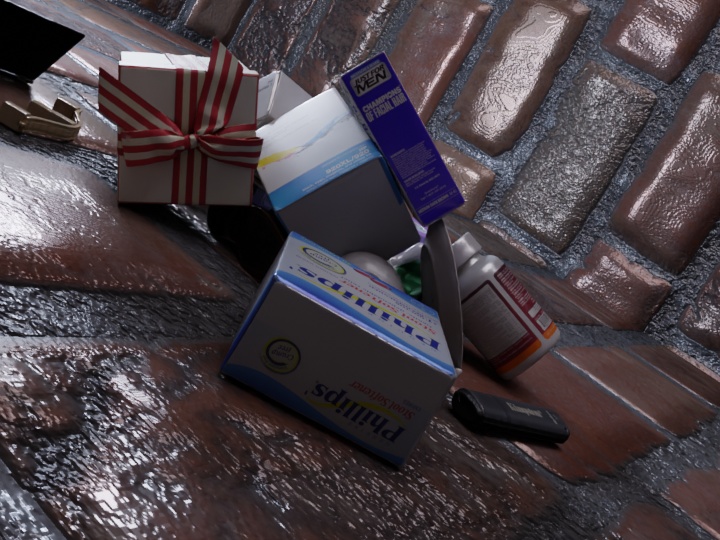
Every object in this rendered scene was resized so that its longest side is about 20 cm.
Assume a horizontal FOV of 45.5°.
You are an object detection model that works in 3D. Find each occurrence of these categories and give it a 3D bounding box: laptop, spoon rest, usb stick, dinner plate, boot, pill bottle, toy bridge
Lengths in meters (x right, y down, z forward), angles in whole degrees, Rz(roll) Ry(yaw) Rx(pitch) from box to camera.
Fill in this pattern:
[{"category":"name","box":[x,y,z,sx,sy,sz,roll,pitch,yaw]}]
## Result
[{"category":"laptop","box":[-0.545,-0.359,1.243,0.200,0.116,0.187,39,14,33]},{"category":"spoon rest","box":[0.036,0.064,1.025,0.200,0.099,0.061,47,-7,8]},{"category":"usb stick","box":[0.183,0.175,1.024,0.200,0.033,0.055,20,15,-43]},{"category":"dinner plate","box":[0.096,0.032,1.060,0.024,0.201,0.200,-8,18,-4]},{"category":"boot","box":[-0.109,-0.038,1.088,0.097,0.075,0.200,16,17,-42]},{"category":"pill bottle","box":[0.185,0.049,1.236,0.200,0.109,0.110,50,14,3]},{"category":"toy bridge","box":[-0.407,-0.198,1.131,0.067,0.027,0.200,31,12,-6]}]

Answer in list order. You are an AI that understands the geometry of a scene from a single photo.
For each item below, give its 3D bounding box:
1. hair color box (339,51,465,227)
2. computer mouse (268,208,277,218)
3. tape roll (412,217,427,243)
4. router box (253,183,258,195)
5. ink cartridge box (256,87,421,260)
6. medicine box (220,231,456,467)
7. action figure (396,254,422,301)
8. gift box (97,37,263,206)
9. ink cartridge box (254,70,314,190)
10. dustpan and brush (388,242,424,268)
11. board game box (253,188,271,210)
[{"category":"hair color box","box":[0.048,-0.158,1.036,0.200,0.065,0.109,59,3,-9]},{"category":"computer mouse","box":[-0.130,-0.065,1.272,0.059,0.034,0.200,53,20,5]},{"category":"tape roll","box":[0.036,-0.067,1.380,0.200,0.066,0.200,31,10,-6]},{"category":"router box","box":[-0.256,-0.180,1.338,0.149,0.062,0.200,24,14,-33]},{"category":"ink cartridge box","box":[-0.039,-0.107,1.098,0.147,0.144,0.200,60,1,-40]},{"category":"medicine box","box":[-0.018,0.065,0.816,0.182,0.103,0.200,29,11,-7]},{"category":"action figure","box":[0.000,0.000,1.197,0.199,0.055,0.118,21,46,19]},{"category":"gift box","box":[-0.223,-0.189,1.053,0.184,0.201,0.187,-5,22,-15]},{"category":"ink cartridge box","box":[-0.102,-0.178,1.247,0.144,0.084,0.200,-17,-40,41]},{"category":"dustpan and brush","box":[0.016,-0.005,1.138,0.140,0.200,0.057,42,-23,46]},{"category":"board game box","box":[-0.139,-0.143,1.491,0.199,0.057,0.165,23,16,-29]}]
